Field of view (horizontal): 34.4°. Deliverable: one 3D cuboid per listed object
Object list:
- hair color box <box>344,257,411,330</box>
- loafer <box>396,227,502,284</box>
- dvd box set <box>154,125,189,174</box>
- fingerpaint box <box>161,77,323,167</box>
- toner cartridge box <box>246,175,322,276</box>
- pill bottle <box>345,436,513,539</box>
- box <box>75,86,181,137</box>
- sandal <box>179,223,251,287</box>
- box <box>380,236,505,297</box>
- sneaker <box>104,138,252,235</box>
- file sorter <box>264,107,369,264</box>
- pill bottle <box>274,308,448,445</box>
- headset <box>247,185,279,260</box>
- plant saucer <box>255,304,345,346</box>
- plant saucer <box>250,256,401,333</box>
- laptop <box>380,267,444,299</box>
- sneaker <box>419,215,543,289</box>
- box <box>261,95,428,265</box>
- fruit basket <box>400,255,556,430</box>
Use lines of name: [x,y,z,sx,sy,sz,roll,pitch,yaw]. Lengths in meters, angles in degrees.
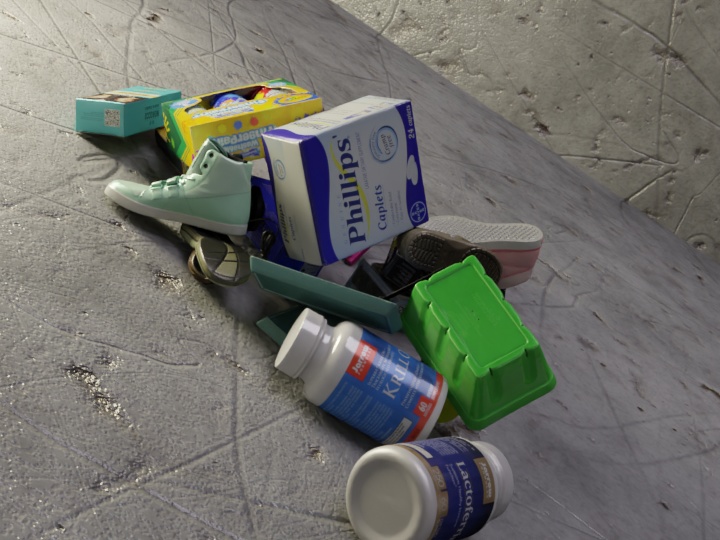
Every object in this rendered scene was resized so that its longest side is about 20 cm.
hair color box: [0.077,0.041,1.811,0.199,0.061,0.099,6,36,-51]
loafer: [0.131,-0.022,1.716,0.199,0.076,0.068,25,9,-37]
dvd box set: [-0.204,-0.205,1.796,0.198,0.030,0.146,-16,32,-21]
fingerpaint box: [-0.171,-0.215,1.685,0.198,0.074,0.167,-15,24,-19]
toner cartridge box: [-0.136,-0.073,1.764,0.094,0.043,0.200,14,29,-44]
pill bottle: [0.083,0.246,1.296,0.116,0.116,0.199,45,24,28]
box: [-0.349,-0.243,1.764,0.081,0.050,0.200,8,16,14]
sandal: [-0.195,-0.013,1.538,0.079,0.058,0.201,18,11,-23]
box: [0.132,0.017,1.799,0.199,0.044,0.161,35,24,-6]
sneaker: [-0.240,-0.126,1.566,0.198,0.120,0.074,12,10,0]
file sorter: [-0.040,-0.143,1.862,0.200,0.139,0.126,44,-9,25]
pill bottle: [-0.001,0.132,1.424,0.198,0.113,0.113,30,21,-9]
headset: [-0.190,-0.074,1.672,0.123,0.095,0.199,-8,29,-45]
plant saucer: [-0.068,0.071,1.590,0.070,0.019,0.200,40,22,14]
plant saucer: [-0.045,0.032,1.442,0.198,0.019,0.070,19,-21,17]
laptop: [0.000,0.000,1.577,0.198,0.117,0.187,30,0,4]
sneaker: [0.181,-0.022,1.812,0.197,0.106,0.076,4,36,-1]
box: [-0.018,-0.128,1.627,0.198,0.186,0.104,-24,25,-31]
fruit basket: [0.141,0.115,1.511,0.217,0.154,0.216,59,-13,23]
